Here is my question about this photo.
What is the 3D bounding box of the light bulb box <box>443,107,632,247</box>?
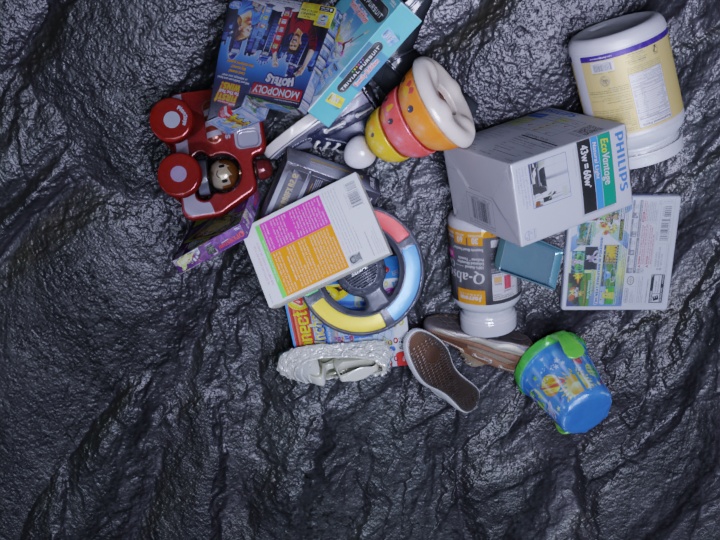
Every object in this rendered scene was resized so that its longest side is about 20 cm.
[{"bbox_3d":[0.259,-0.145,1.345,0.198,0.198,0.126,-20,113,-18],"label":"light bulb box"}]

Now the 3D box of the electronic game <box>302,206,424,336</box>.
[{"bbox_3d":[0.000,0.000,1.400,0.197,0.042,0.203,0,90,3],"label":"electronic game"}]

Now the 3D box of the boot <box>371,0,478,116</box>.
[{"bbox_3d":[0.107,-0.308,1.384,0.200,0.066,0.165,44,113,-11],"label":"boot"}]

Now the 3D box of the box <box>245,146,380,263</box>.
[{"bbox_3d":[-0.078,-0.080,1.448,0.157,0.049,0.201,17,123,-15],"label":"box"}]

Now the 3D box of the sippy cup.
[{"bbox_3d":[0.346,0.195,1.515,0.140,0.131,0.177,-44,132,11],"label":"sippy cup"}]

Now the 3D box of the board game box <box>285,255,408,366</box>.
[{"bbox_3d":[-0.019,0.078,1.505,0.193,0.056,0.201,-7,129,3],"label":"board game box"}]

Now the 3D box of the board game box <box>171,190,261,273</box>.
[{"bbox_3d":[-0.218,-0.068,1.406,0.119,0.200,0.032,-32,108,12],"label":"board game box"}]

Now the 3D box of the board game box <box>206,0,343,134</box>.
[{"bbox_3d":[-0.133,-0.287,1.308,0.199,0.062,0.202,20,89,31],"label":"board game box"}]

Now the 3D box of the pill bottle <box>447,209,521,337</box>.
[{"bbox_3d":[0.203,-0.002,1.474,0.115,0.117,0.202,-5,111,2],"label":"pill bottle"}]

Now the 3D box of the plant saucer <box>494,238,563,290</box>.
[{"bbox_3d":[0.268,-0.018,1.445,0.019,0.199,0.071,11,88,37],"label":"plant saucer"}]

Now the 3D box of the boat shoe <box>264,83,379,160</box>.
[{"bbox_3d":[-0.051,-0.209,1.417,0.199,0.075,0.093,-33,101,12],"label":"boat shoe"}]

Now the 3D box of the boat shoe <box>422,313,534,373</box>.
[{"bbox_3d":[0.197,0.130,1.547,0.198,0.076,0.072,16,112,-4],"label":"boat shoe"}]

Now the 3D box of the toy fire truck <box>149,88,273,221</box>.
[{"bbox_3d":[-0.222,-0.183,1.386,0.166,0.112,0.202,-10,85,0],"label":"toy fire truck"}]

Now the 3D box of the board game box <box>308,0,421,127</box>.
[{"bbox_3d":[-0.017,-0.329,1.329,0.047,0.151,0.200,31,110,-36],"label":"board game box"}]

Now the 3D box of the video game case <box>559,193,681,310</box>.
[{"bbox_3d":[0.429,-0.030,1.512,0.180,0.022,0.202,0,112,0],"label":"video game case"}]

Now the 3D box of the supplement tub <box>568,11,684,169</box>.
[{"bbox_3d":[0.400,-0.267,1.356,0.144,0.146,0.202,-17,110,7],"label":"supplement tub"}]

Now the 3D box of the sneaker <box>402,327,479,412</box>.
[{"bbox_3d":[0.119,0.166,1.542,0.073,0.084,0.200,-47,122,-13],"label":"sneaker"}]

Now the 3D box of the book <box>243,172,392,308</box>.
[{"bbox_3d":[-0.068,-0.045,1.370,0.198,0.048,0.135,-24,83,9],"label":"book"}]

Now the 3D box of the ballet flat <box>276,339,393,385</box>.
[{"bbox_3d":[-0.045,0.155,1.489,0.198,0.072,0.073,-9,111,6],"label":"ballet flat"}]

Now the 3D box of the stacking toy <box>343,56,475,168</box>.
[{"bbox_3d":[0.057,-0.206,1.343,0.199,0.146,0.147,-30,109,26],"label":"stacking toy"}]
